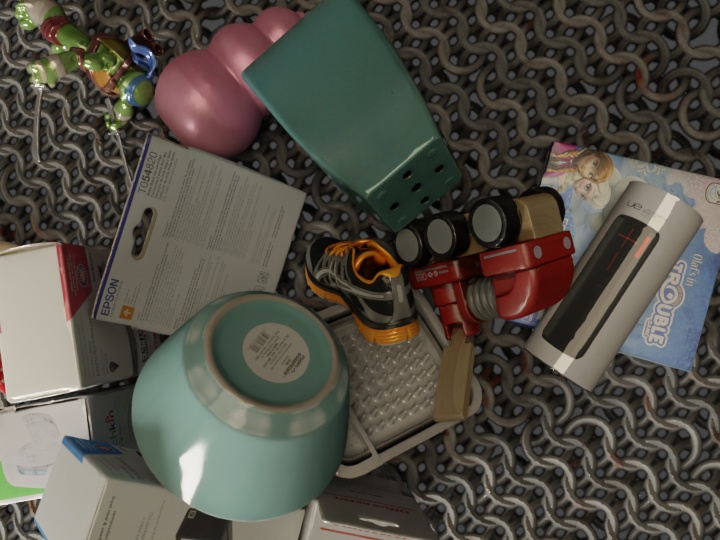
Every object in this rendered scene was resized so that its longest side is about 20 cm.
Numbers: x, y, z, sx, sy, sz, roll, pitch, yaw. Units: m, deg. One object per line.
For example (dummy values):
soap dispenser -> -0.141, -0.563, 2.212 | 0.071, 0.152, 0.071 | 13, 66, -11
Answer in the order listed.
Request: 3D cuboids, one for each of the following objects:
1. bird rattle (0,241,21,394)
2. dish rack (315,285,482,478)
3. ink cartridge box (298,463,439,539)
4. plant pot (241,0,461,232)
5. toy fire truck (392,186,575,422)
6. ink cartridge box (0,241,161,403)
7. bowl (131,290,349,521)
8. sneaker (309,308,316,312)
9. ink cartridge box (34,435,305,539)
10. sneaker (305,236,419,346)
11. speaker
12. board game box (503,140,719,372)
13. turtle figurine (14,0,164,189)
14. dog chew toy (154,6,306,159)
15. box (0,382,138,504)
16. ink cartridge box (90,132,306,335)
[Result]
bird rattle -> -0.449, 0.045, 0.828 | 0.198, 0.113, 0.164 | 28, 76, 6
dish rack -> 0.013, 0.114, 0.720 | 0.198, 0.044, 0.173 | -20, 65, -27
ink cartridge box -> -0.005, 0.248, 0.678 | 0.114, 0.200, 0.068 | 14, 90, -10
plant pot -> 0.005, -0.151, 0.699 | 0.141, 0.141, 0.201 | -39, 60, 6
toy fire truck -> 0.123, 0.035, 0.683 | 0.175, 0.128, 0.203 | -14, 90, 52
ink cartridge box -> -0.300, 0.053, 0.748 | 0.082, 0.200, 0.149 | -11, 86, 7
bowl -> -0.089, 0.097, 0.587 | 0.200, 0.201, 0.105 | 37, 135, 9
sneaker -> -0.037, 0.122, 0.760 | 0.074, 0.082, 0.201 | -38, 83, 6
ink cartridge box -> -0.174, 0.227, 0.630 | 0.144, 0.199, 0.085 | 3, 72, 53
sneaker -> 0.000, 0.000, 0.719 | 0.078, 0.200, 0.078 | -19, 122, -25
speaker -> 0.248, 0.015, 0.675 | 0.081, 0.081, 0.201 | 33, 95, 9
board game box -> 0.276, -0.017, 0.732 | 0.197, 0.043, 0.203 | 15, 91, 9
turtle figurine -> -0.331, -0.213, 0.786 | 0.194, 0.143, 0.201 | 46, 123, 26
dog chew toy -> -0.134, -0.219, 0.773 | 0.200, 0.125, 0.125 | -41, 82, -2
box -> -0.340, 0.189, 0.762 | 0.197, 0.176, 0.098 | -11, 86, 8
ink cartridge box -> -0.174, -0.024, 0.747 | 0.040, 0.199, 0.202 | 19, 91, 53
